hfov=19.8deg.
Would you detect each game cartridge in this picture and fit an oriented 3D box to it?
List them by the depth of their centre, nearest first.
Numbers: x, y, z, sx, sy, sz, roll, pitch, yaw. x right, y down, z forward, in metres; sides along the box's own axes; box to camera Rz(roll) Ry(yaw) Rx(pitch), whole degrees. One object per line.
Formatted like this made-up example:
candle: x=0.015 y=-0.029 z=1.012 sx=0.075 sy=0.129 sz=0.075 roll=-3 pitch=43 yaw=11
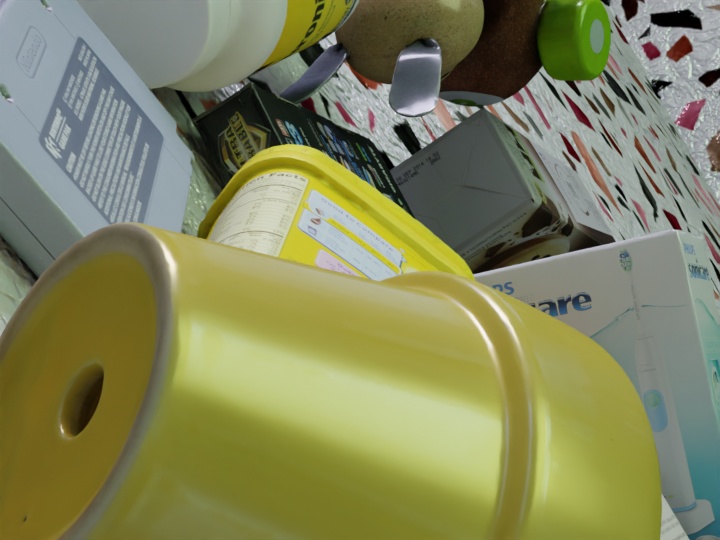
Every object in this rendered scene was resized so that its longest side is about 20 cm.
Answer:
game cartridge: x=-0.133 y=-0.057 z=0.936 sx=0.133 sy=0.041 sz=0.200 roll=47 pitch=18 yaw=-19

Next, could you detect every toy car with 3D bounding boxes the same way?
toy car: x=0.038 y=-0.144 z=1.282 sx=0.200 sy=0.163 sz=0.159 roll=-52 pitch=134 yaw=-45

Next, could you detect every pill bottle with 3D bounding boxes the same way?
pill bottle: x=-0.079 y=-0.161 z=1.144 sx=0.112 sy=0.111 sz=0.200 roll=56 pitch=27 yaw=-2

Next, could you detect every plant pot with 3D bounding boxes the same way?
plant pot: x=-0.029 y=0.078 z=0.719 sx=0.188 sy=0.201 sz=0.201 roll=28 pitch=29 yaw=-32

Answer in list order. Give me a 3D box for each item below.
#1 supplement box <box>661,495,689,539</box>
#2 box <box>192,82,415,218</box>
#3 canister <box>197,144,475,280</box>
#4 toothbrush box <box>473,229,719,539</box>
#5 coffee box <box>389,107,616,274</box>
supplement box: x=0.114 y=0.174 z=1.059 sx=0.201 sy=0.126 sz=0.073 roll=60 pitch=14 yaw=10
box: x=0.000 y=0.000 z=1.203 sx=0.201 sy=0.050 sz=0.198 roll=62 pitch=17 yaw=15
canister: x=-0.019 y=0.032 z=0.971 sx=0.148 sy=0.087 sz=0.200 roll=37 pitch=21 yaw=-8
toothbrush box: x=0.134 y=0.090 z=1.147 sx=0.085 sy=0.146 sz=0.201 roll=4 pitch=74 yaw=-71
coffee box: x=0.091 y=-0.029 z=1.421 sx=0.080 sy=0.113 sz=0.200 roll=62 pitch=17 yaw=20
